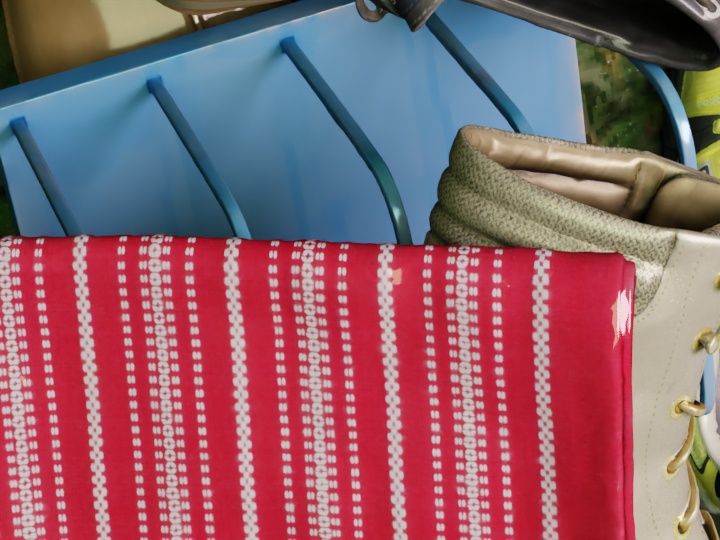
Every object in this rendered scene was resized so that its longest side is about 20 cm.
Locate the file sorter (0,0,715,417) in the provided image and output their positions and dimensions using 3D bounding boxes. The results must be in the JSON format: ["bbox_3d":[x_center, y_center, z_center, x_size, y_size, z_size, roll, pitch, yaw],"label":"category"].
[{"bbox_3d":[0.000,0.000,0.790,0.199,0.123,0.140,-18,123,-12],"label":"file sorter"}]

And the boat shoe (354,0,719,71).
[{"bbox_3d":[0.024,-0.099,0.713,0.199,0.070,0.067,13,66,-20],"label":"boat shoe"}]

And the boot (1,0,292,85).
[{"bbox_3d":[-0.052,-0.153,0.823,0.174,0.066,0.201,-17,101,3],"label":"boot"}]

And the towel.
[{"bbox_3d":[-0.019,0.062,0.689,0.198,0.022,0.146,1,104,9],"label":"towel"}]

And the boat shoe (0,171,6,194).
[{"bbox_3d":[-0.182,-0.076,0.771,0.199,0.075,0.074,22,80,-47],"label":"boat shoe"}]

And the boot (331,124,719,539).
[{"bbox_3d":[0.090,0.051,0.728,0.199,0.072,0.156,18,109,-15],"label":"boot"}]

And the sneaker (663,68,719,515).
[{"bbox_3d":[0.146,-0.009,0.865,0.075,0.076,0.202,1,97,-7],"label":"sneaker"}]

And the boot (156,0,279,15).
[{"bbox_3d":[-0.068,-0.151,0.758,0.199,0.071,0.145,-6,93,-9],"label":"boot"}]
